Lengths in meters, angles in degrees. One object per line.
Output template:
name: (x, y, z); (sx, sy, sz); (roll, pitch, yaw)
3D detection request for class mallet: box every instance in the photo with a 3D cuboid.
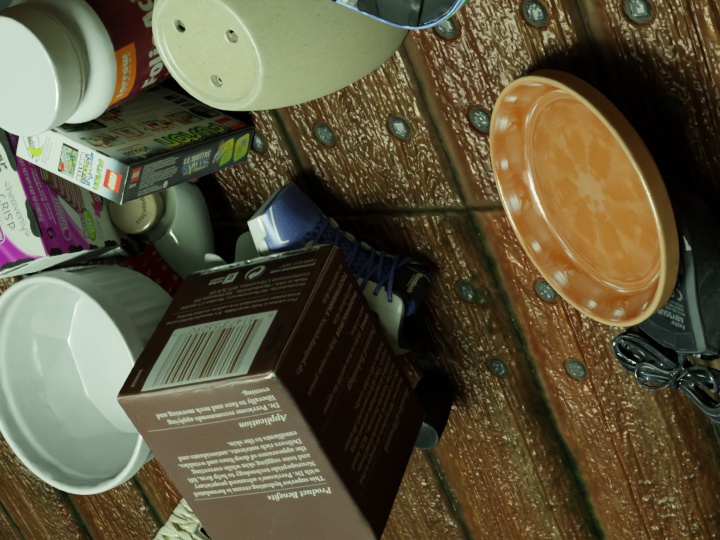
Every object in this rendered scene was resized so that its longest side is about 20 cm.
mallet: (-0.006, 0.102, 1.403); (0.198, 0.066, 0.041); (23, 133, 13)

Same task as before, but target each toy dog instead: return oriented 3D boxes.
toy dog: (-0.137, -0.028, 1.387); (0.096, 0.132, 0.200); (-41, 105, 19)

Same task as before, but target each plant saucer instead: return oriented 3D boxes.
plant saucer: (0.168, -0.055, 1.109); (0.200, 0.032, 0.202); (47, 153, 33)

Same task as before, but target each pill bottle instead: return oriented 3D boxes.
pill bottle: (-0.217, -0.188, 1.208); (0.113, 0.200, 0.116); (15, 122, 26)

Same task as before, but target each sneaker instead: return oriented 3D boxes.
sneaker: (0.000, 0.001, 1.320); (0.114, 0.081, 0.200); (-17, 117, 39)

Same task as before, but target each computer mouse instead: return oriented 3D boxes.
computer mouse: (0.240, 0.008, 1.130); (0.138, 0.052, 0.202); (34, 144, 52)

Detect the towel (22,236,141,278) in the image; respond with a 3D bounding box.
towel: (-0.265, 0.068, 1.585); (0.164, 0.086, 0.202); (-4, 123, 40)

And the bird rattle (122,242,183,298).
bird rattle: (-0.174, 0.074, 1.460); (0.111, 0.164, 0.201); (-13, 132, 24)

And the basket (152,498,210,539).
basket: (-0.193, 0.388, 1.785); (0.135, 0.124, 0.201); (30, 140, 15)

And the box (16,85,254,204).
box: (-0.187, -0.111, 1.270); (0.109, 0.200, 0.035); (25, 114, 19)

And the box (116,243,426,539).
box: (-0.070, 0.115, 1.275); (0.164, 0.165, 0.201); (-11, 124, 28)

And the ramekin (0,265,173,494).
ramekin: (-0.237, 0.090, 1.349); (0.198, 0.105, 0.203); (10, 108, 31)

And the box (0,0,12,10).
box: (-0.317, -0.249, 1.307); (0.159, 0.043, 0.203); (6, 102, 37)

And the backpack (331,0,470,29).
backpack: (0.035, -0.274, 0.976); (0.182, 0.147, 0.201); (28, 135, 14)

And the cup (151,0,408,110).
cup: (-0.078, -0.203, 1.139); (0.198, 0.143, 0.202); (23, 138, 22)

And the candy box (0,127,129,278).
candy box: (-0.281, -0.072, 1.307); (0.060, 0.200, 0.138); (-20, 91, 11)
